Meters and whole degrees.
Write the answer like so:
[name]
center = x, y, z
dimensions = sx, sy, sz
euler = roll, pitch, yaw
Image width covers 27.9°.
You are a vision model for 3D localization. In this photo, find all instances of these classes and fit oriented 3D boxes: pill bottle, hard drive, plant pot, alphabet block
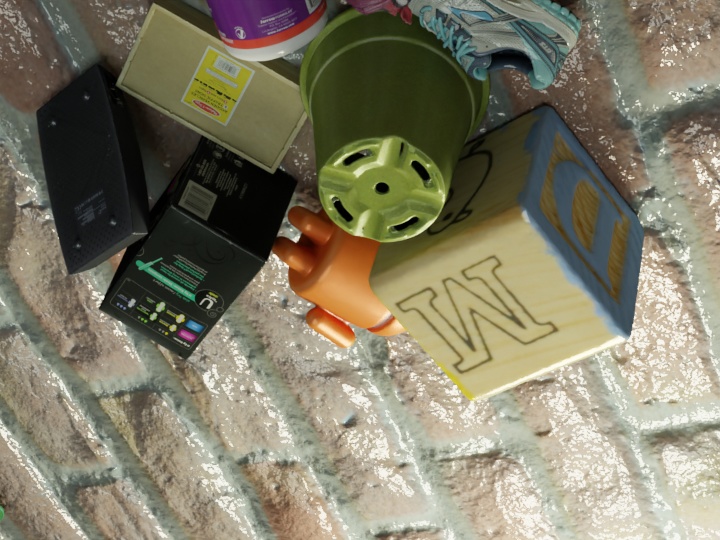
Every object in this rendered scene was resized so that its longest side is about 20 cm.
[pill bottle]
center = -0.109, -0.310, 1.389
dimensions = 0.112, 0.113, 0.201
euler = -5, 127, 21
[hard drive]
center = -0.291, -0.108, 1.583
dimensions = 0.135, 0.201, 0.042
euler = -28, 159, 38
[plant pot]
center = 0.028, -0.133, 1.428
dimensions = 0.199, 0.190, 0.201
euler = 3, 128, 3
[alphabet block]
center = 0.156, -0.015, 1.506
dimensions = 0.199, 0.196, 0.197
euler = -26, 116, 32

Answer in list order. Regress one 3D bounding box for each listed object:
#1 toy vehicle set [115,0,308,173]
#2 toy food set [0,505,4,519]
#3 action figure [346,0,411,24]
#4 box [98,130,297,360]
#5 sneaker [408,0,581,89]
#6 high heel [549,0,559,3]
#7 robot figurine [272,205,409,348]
[toy vehicle set]
center = -0.152, -0.199, 1.554
dimensions = 0.199, 0.027, 0.124
euler = 29, 132, -8
[toy food set]
center = -0.622, 0.324, 2.133
dimensions = 0.200, 0.049, 0.198
euler = 37, 130, -14
[action figure]
center = -0.008, -0.291, 1.308
dimensions = 0.133, 0.149, 0.200
euler = -6, 135, 40
[box]
center = -0.183, -0.027, 1.628
dimensions = 0.124, 0.149, 0.200
euler = 31, 132, -12
[sneaker]
center = 0.106, -0.234, 1.385
dimensions = 0.199, 0.087, 0.078
euler = 18, 169, 6
[high heel]
center = 0.117, -0.319, 1.339
dimensions = 0.199, 0.072, 0.143
euler = 9, 131, 3
[robot figurine]
center = -0.001, 0.002, 1.607
dimensions = 0.199, 0.144, 0.116
euler = 27, 145, -24
